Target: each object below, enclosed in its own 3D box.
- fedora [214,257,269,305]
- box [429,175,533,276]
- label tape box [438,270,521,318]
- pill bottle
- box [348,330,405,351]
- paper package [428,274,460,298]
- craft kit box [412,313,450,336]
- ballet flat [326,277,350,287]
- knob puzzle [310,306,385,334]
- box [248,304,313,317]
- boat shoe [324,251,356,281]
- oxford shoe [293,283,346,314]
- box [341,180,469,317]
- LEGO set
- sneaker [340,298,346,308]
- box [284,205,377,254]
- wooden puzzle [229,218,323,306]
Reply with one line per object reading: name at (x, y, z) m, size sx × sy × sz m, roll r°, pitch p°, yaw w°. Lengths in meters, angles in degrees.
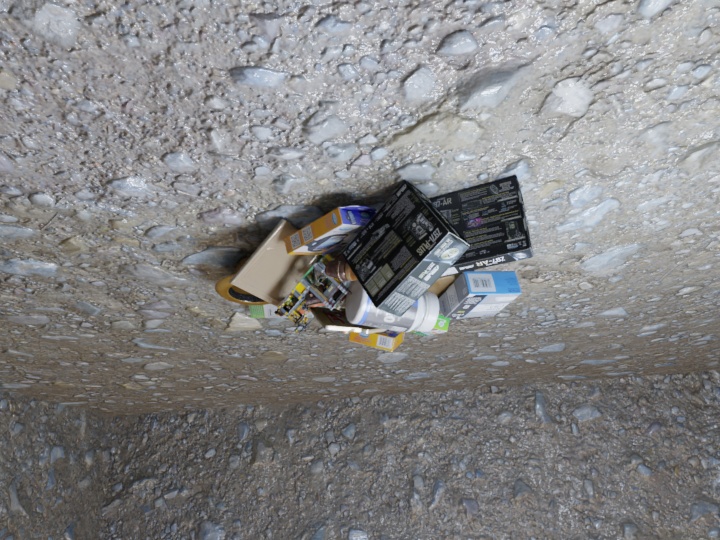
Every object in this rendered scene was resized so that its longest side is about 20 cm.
fedora at (-0.272, 0.024, 1.322) m, size 0.197 × 0.083 × 0.201 m, roll -3°, pitch 157°, yaw -1°
box at (0.227, -0.085, 1.032) m, size 0.198 × 0.162 × 0.043 m, roll -14°, pitch 154°, yaw 22°
label tape box at (0.277, 0.074, 1.277) m, size 0.141 × 0.067 × 0.201 m, roll -1°, pitch 150°, yaw -19°
pill bottle at (0.074, 0.081, 1.209) m, size 0.197 × 0.115 × 0.114 m, roll 11°, pitch 154°, yaw -20°
box at (0.051, 0.171, 1.406) m, size 0.117 × 0.042 × 0.200 m, roll 12°, pitch -174°, yaw 13°
paper package at (0.181, 0.021, 1.342) m, size 0.189 × 0.105 × 0.200 m, roll -17°, pitch 152°, yaw 26°
craft kit box at (0.119, 0.129, 1.424) m, size 0.195 × 0.049 × 0.200 m, roll 19°, pitch 166°, yaw -6°
ballet flat at (0.001, 0.015, 1.380) m, size 0.198 × 0.068 × 0.064 m, roll 14°, pitch 124°, yaw -36°
knob puzzle at (-0.015, 0.133, 1.300) m, size 0.216 × 0.031 × 0.220 m, roll 9°, pitch -172°, yaw -1°
box at (-0.237, 0.105, 1.575) m, size 0.197 × 0.037 × 0.145 m, roll -1°, pitch 156°, yaw -8°
boat shoe at (-0.009, -0.029, 1.178) m, size 0.069 × 0.071 × 0.200 m, roll 1°, pitch -165°, yaw 28°
oxford shoe at (-0.099, 0.060, 1.446) m, size 0.198 × 0.073 × 0.071 m, roll -19°, pitch -177°, yaw -13°
box at (0.083, -0.041, 1.018) m, size 0.200 × 0.164 × 0.086 m, roll -48°, pitch 141°, yaw 16°
LEGO set at (-0.096, 0.063, 1.232) m, size 0.200 × 0.116 × 0.154 m, roll -48°, pitch -179°, yaw 5°
sneaker at (-0.014, 0.092, 1.467) m, size 0.074 × 0.085 × 0.200 m, roll 27°, pitch 160°, yaw -7°
box at (-0.054, -0.083, 1.103) m, size 0.199 × 0.042 × 0.118 m, roll -22°, pitch 167°, yaw 40°
wooden puzzle at (-0.187, -0.016, 1.202) m, size 0.185 × 0.037 × 0.200 m, roll -48°, pitch 148°, yaw 4°
